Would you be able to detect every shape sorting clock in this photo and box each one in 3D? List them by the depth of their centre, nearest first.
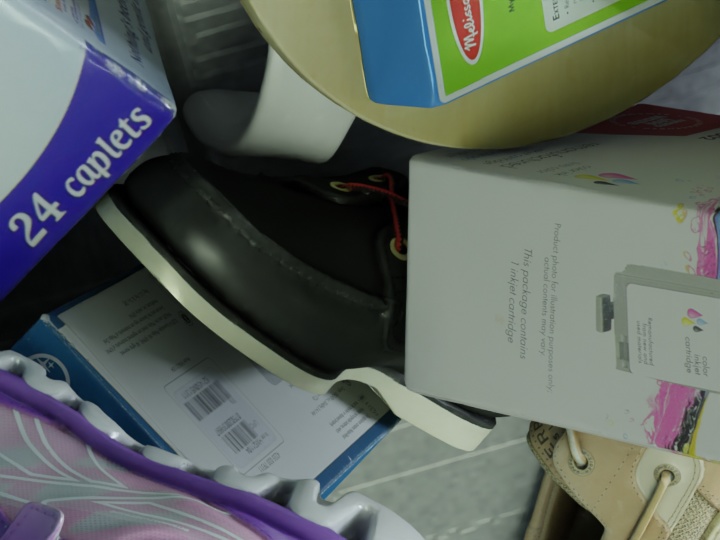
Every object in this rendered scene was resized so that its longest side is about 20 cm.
[{"bbox_3d":[0.044,-0.127,0.718,0.200,0.039,0.200,-16,117,-34],"label":"shape sorting clock"}]

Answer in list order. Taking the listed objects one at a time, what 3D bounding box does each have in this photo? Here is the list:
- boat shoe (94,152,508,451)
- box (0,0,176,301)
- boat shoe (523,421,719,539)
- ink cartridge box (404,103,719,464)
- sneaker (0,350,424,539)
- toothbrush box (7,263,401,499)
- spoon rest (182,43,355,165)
[{"bbox_3d":[-0.002,-0.002,0.798,0.063,0.074,0.201,-47,150,12],"label":"boat shoe"},{"bbox_3d":[-0.182,-0.052,0.728,0.200,0.105,0.184,33,111,-30],"label":"box"},{"bbox_3d":[0.085,0.052,0.888,0.064,0.071,0.200,-2,127,-13],"label":"boat shoe"},{"bbox_3d":[0.124,0.007,0.733,0.116,0.200,0.068,-16,112,-51],"label":"ink cartridge box"},{"bbox_3d":[-0.081,0.072,0.684,0.200,0.088,0.081,16,107,10],"label":"sneaker"},{"bbox_3d":[-0.101,0.092,0.816,0.200,0.146,0.085,-43,87,17],"label":"toothbrush box"},{"bbox_3d":[-0.003,-0.108,0.759,0.099,0.061,0.200,4,125,-17],"label":"spoon rest"}]
